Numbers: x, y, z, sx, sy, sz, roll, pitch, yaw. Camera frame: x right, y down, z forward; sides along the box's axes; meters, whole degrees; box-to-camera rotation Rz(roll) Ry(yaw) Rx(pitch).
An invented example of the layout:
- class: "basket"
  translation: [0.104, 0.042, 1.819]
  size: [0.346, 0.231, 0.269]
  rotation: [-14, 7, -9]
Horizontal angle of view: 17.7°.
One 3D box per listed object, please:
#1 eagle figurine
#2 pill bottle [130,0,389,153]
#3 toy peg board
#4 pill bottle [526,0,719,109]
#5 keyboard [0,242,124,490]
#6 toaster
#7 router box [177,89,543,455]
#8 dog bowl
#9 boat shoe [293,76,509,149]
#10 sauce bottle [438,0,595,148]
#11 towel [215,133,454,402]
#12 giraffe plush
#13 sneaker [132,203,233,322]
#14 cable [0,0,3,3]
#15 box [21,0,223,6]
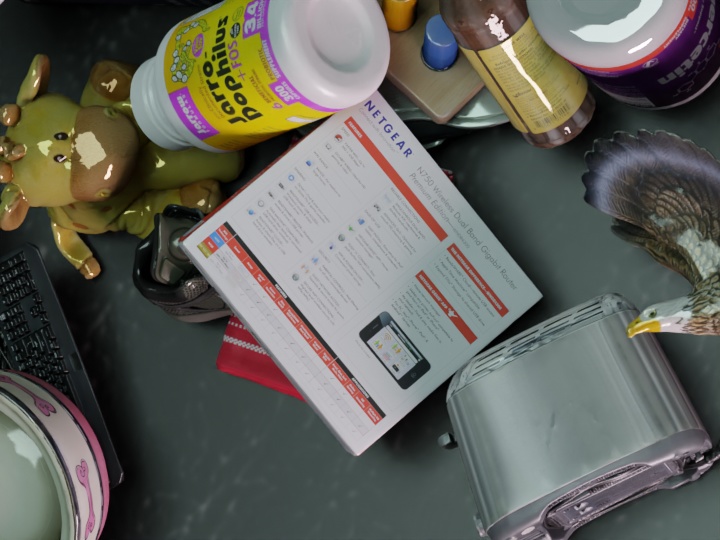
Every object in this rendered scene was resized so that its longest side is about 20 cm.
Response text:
- class: "eagle figurine"
  translation: [0.239, 0.002, 1.550]
  size: [0.152, 0.150, 0.201]
  rotation: [-51, 49, 45]
- class: "pill bottle"
  translation: [-0.078, -0.145, 1.658]
  size: [0.200, 0.104, 0.105]
  rotation: [-18, 74, 47]
- class: "toy peg board"
  translation: [0.057, -0.251, 1.664]
  size: [0.199, 0.098, 0.200]
  rotation: [44, 79, 11]
- class: "pill bottle"
  translation: [0.192, -0.176, 1.593]
  size: [0.112, 0.200, 0.113]
  rotation: [-3, 81, 21]
- class: "keyboard"
  translation: [-0.255, 0.087, 1.792]
  size: [0.104, 0.040, 0.201]
  rotation: [-28, 81, 46]
- class: "toaster"
  translation: [0.155, 0.104, 1.611]
  size: [0.199, 0.114, 0.130]
  rotation: [-27, 71, 9]
- class: "router box"
  translation: [0.000, 0.000, 1.658]
  size: [0.179, 0.049, 0.200]
  rotation: [-39, 95, -6]
- class: "dog bowl"
  translation: [-0.279, 0.165, 1.766]
  size: [0.199, 0.074, 0.201]
  rotation: [9, 109, 27]
- class: "boat shoe"
  translation: [0.047, -0.128, 1.720]
  size: [0.199, 0.060, 0.076]
  rotation: [-3, 74, 7]
- class: "sauce bottle"
  translation: [0.096, -0.170, 1.598]
  size: [0.064, 0.200, 0.065]
  rotation: [-20, 43, 20]
- class: "towel"
  translation: [-0.020, 0.003, 1.747]
  size: [0.144, 0.022, 0.201]
  rotation: [17, 87, 25]
- class: "giraffe plush"
  translation: [-0.205, -0.091, 1.759]
  size: [0.199, 0.162, 0.173]
  rotation: [-20, 75, 17]
- class: "sneaker"
  translation: [-0.081, -0.012, 1.705]
  size: [0.198, 0.114, 0.077]
  rotation: [-11, 76, 20]
- class: "cable"
  translation: [-0.321, -0.271, 1.669]
  size: [0.199, 0.069, 0.201]
  rotation: [-31, 73, 17]
- class: "box"
  translation: [-0.217, -0.281, 1.775]
  size: [0.197, 0.200, 0.124]
  rotation: [5, 84, 23]
